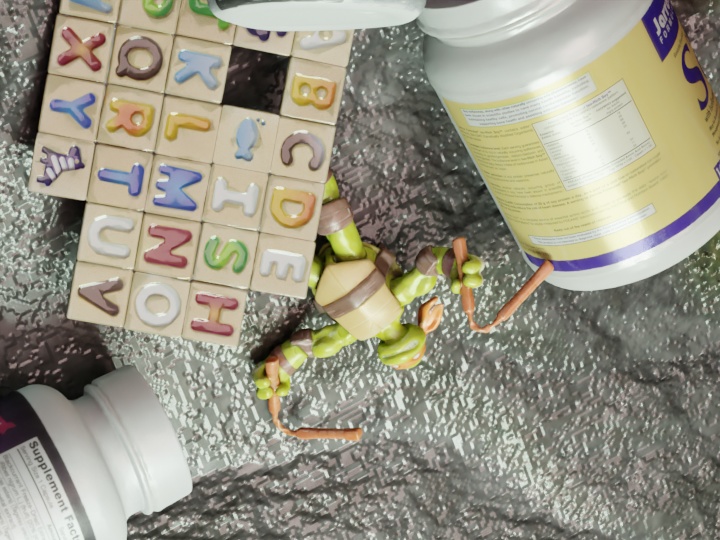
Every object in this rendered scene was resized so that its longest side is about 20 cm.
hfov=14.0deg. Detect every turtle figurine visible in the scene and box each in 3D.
[{"bbox_3d":[0.000,0.000,1.716,0.199,0.065,0.162,-30,113,22],"label":"turtle figurine"}]

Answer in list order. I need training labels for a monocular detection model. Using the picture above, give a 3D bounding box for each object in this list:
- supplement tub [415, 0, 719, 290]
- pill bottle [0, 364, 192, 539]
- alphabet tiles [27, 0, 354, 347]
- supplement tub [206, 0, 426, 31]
[{"bbox_3d":[0.123,-0.105,1.700,0.145,0.145,0.201,-35,117,-11],"label":"supplement tub"},{"bbox_3d":[-0.200,0.132,1.647,0.199,0.111,0.112,-26,115,-15],"label":"pill bottle"},{"bbox_3d":[-0.100,-0.063,1.648,0.166,0.008,0.202,10,94,-9],"label":"alphabet tiles"},{"bbox_3d":[-0.024,-0.235,1.589,0.122,0.122,0.202,1,87,-24],"label":"supplement tub"}]
